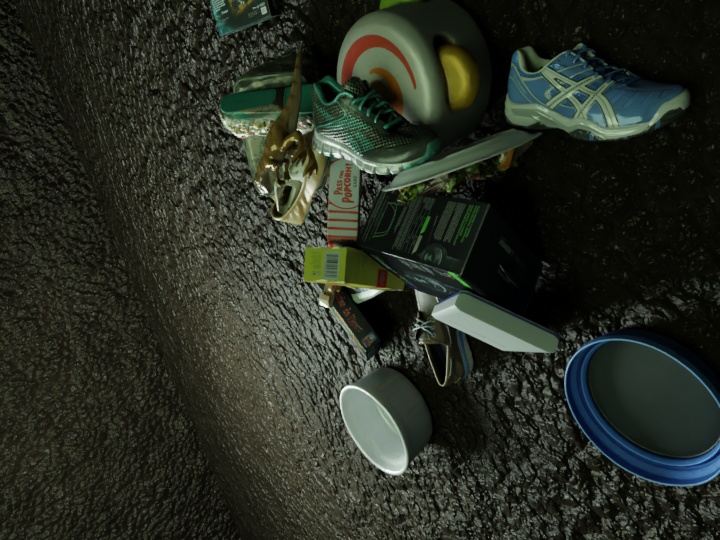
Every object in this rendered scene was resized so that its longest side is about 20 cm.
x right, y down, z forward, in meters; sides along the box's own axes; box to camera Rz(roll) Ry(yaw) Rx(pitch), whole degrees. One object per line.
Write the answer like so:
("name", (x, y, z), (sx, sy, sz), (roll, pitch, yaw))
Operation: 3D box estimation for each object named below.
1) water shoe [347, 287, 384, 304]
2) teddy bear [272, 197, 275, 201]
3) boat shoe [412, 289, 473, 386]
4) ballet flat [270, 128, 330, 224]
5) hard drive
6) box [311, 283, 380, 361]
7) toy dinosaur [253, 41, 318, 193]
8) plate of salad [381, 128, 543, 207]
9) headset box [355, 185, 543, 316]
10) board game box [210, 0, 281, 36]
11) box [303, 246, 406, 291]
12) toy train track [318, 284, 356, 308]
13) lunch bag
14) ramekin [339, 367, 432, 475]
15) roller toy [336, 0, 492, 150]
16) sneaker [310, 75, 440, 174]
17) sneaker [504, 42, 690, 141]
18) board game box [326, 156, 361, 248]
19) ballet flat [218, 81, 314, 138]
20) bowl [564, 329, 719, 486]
("water shoe", (0.023, 0.002, 0.982), (0.199, 0.070, 0.081), (-31, 86, 56))
("teddy bear", (-0.155, -0.194, 1.027), (0.065, 0.147, 0.203), (2, 135, 28))
("boat shoe", (0.127, 0.095, 0.904), (0.071, 0.071, 0.205), (-11, 105, 54))
("ballet flat", (-0.091, -0.132, 0.802), (0.202, 0.061, 0.070), (118, 144, -52))
("hard drive", (0.170, 0.073, 0.741), (0.129, 0.026, 0.200), (25, 173, 3))
("box", (-0.033, 0.079, 1.092), (0.202, 0.037, 0.137), (53, 172, 14))
("toy dinosaur", (-0.097, -0.180, 0.719), (0.106, 0.060, 0.203), (42, 120, 24))
("plate of salad", (0.119, -0.119, 0.648), (0.198, 0.197, 0.049), (-5, 109, 54))
("headset box", (0.124, -0.020, 0.733), (0.197, 0.095, 0.173), (18, 169, 45))
("board game box", (-0.218, -0.508, 0.980), (0.197, 0.028, 0.139), (14, 124, 49))
("box", (0.000, 0.000, 0.818), (0.073, 0.198, 0.052), (2, 86, 28))
("toy train track", (-0.048, -0.035, 0.995), (0.112, 0.032, 0.207), (15, 95, 34))
("lunch bag", (-0.111, -0.247, 0.908), (0.135, 0.169, 0.205), (-5, 119, 11))
("ramekin", (0.055, 0.300, 1.127), (0.198, 0.096, 0.205), (33, 138, 35))
("roller toy", (0.063, -0.234, 0.697), (0.200, 0.138, 0.185), (46, 144, 20))
("sneaker", (0.005, -0.173, 0.633), (0.197, 0.077, 0.093), (23, 138, 38))
("sneaker", (0.229, -0.185, 0.564), (0.197, 0.075, 0.079), (21, 135, 43))
("board game box", (-0.022, -0.105, 0.847), (0.200, 0.045, 0.157), (94, 178, -81))
("ballet flat", (-0.108, -0.227, 0.793), (0.193, 0.078, 0.064), (2, 151, 13))
("bowl", (0.353, 0.166, 0.682), (0.199, 0.039, 0.205), (34, 138, 36))
